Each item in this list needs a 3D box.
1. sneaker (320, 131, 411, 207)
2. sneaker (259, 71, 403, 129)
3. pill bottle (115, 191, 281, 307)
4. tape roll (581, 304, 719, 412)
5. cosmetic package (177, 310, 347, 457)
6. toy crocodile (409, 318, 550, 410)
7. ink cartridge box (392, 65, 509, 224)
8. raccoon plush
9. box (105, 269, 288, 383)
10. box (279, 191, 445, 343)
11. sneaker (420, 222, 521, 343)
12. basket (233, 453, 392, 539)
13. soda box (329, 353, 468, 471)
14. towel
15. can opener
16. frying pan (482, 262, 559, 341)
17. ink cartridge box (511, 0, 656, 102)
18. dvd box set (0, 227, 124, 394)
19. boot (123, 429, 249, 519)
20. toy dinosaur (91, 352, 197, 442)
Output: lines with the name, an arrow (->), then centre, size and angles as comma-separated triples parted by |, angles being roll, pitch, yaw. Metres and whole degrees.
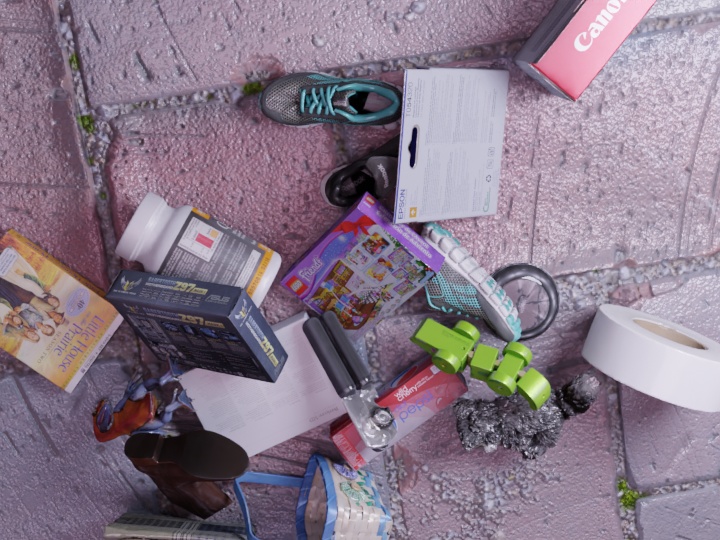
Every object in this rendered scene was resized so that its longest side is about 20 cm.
sneaker -> 0.039, -0.136, 1.504 | 0.200, 0.091, 0.067 | -27, 103, 5
sneaker -> -0.033, -0.224, 1.474 | 0.200, 0.091, 0.078 | -1, 95, -1
pill bottle -> -0.216, -0.017, 1.511 | 0.200, 0.116, 0.116 | 29, 100, -8
tape roll -> 0.402, 0.115, 1.515 | 0.202, 0.202, 0.071 | 18, 101, -5
cosmetic package -> -0.133, 0.166, 1.588 | 0.200, 0.052, 0.151 | -25, 100, 4
toy crocodile -> 0.160, 0.122, 1.512 | 0.200, 0.062, 0.068 | 23, 60, 18
ink cartridge box -> 0.108, -0.165, 1.468 | 0.200, 0.043, 0.197 | -7, 107, -41
raccoon plush -> 0.215, 0.179, 1.543 | 0.134, 0.097, 0.200 | 10, 128, -33
box -> -0.212, 0.073, 1.482 | 0.200, 0.051, 0.158 | 7, 147, 28
box -> 0.000, 0.000, 1.508 | 0.137, 0.039, 0.200 | 39, 133, -10
sneaker -> 0.134, 0.031, 1.542 | 0.091, 0.078, 0.200 | -45, 78, 15
basket -> -0.069, 0.335, 1.570 | 0.200, 0.176, 0.139 | 3, 112, -17
soda box -> 0.052, 0.192, 1.589 | 0.200, 0.070, 0.063 | -36, 98, 6
towel -> -0.247, 0.367, 1.564 | 0.200, 0.193, 0.035 | 6, 84, -2
can opener -> -0.019, 0.154, 1.530 | 0.053, 0.067, 0.200 | -22, 75, -30
frying pan -> 0.195, 0.024, 1.579 | 0.190, 0.031, 0.115 | 36, 97, -11
ink cartridge box -> 0.295, -0.316, 1.427 | 0.084, 0.176, 0.200 | 37, 100, -9
dvd box set -> -0.442, 0.058, 1.567 | 0.200, 0.029, 0.146 | 37, 99, -8
boot -> -0.206, 0.289, 1.543 | 0.186, 0.064, 0.200 | 7, 147, 23
toy dinosaur -> -0.314, 0.186, 1.537 | 0.181, 0.200, 0.105 | -31, 78, 18
